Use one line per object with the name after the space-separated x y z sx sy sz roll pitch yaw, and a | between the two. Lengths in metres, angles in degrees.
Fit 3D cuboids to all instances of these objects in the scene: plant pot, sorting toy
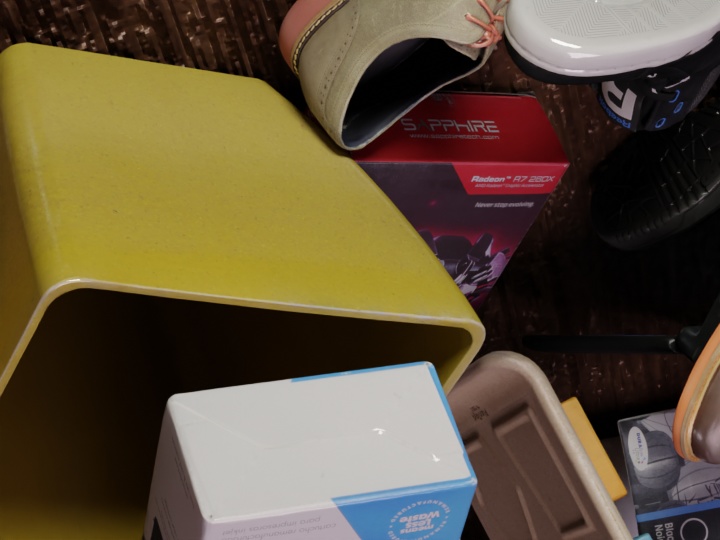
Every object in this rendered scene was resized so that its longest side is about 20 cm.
-0.098 0.017 1.183 0.200 0.177 0.200 7 133 -31 | plant pot
0.105 0.134 1.364 0.036 0.200 0.185 -31 176 -17 | sorting toy

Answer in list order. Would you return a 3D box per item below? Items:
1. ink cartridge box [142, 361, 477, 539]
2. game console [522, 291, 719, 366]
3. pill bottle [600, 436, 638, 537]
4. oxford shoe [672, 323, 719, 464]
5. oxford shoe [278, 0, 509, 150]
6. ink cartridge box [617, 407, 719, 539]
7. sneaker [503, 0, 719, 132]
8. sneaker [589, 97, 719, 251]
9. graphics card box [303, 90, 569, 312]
-0.031 0.133 1.155 0.116 0.068 0.200 -7 140 -18 | ink cartridge box
0.210 -0.004 1.366 0.200 0.116 0.176 1 122 -45 | game console
0.179 0.143 1.514 0.199 0.112 0.112 -7 140 -19 | pill bottle
0.228 0.025 1.255 0.200 0.073 0.071 -41 142 -7 | oxford shoe
0.055 -0.125 1.168 0.200 0.075 0.070 -41 138 23 | oxford shoe
0.230 0.101 1.332 0.199 0.100 0.039 -14 171 20 | ink cartridge box
0.118 -0.094 1.175 0.200 0.073 0.112 -33 154 -45 | sneaker
0.214 -0.062 1.331 0.200 0.060 0.104 -41 135 19 | sneaker
0.000 0.000 1.305 0.125 0.051 0.200 -1 139 -34 | graphics card box
